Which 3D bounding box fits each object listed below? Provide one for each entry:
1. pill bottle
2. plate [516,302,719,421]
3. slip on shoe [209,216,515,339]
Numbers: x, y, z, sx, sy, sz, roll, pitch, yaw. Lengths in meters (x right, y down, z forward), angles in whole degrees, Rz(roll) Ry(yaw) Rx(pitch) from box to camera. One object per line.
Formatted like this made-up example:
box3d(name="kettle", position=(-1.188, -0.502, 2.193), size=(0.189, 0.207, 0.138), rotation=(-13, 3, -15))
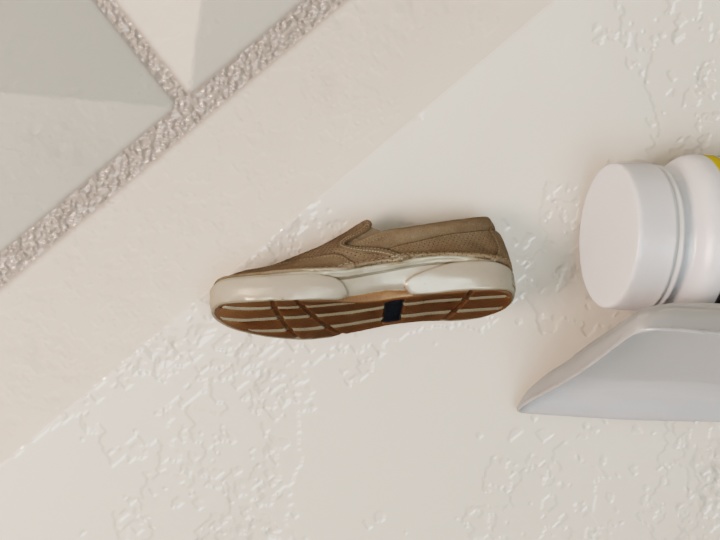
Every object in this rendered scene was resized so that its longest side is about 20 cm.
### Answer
box3d(name="pill bottle", position=(0.253, -0.017, 1.452), size=(0.199, 0.114, 0.115), rotation=(3, 105, -18))
box3d(name="plate", position=(0.228, 0.059, 1.444), size=(0.199, 0.200, 0.033), rotation=(3, 70, -19))
box3d(name="slip on shoe", position=(0.000, 0.000, 1.406), size=(0.199, 0.076, 0.061), rotation=(-6, 68, -8))
